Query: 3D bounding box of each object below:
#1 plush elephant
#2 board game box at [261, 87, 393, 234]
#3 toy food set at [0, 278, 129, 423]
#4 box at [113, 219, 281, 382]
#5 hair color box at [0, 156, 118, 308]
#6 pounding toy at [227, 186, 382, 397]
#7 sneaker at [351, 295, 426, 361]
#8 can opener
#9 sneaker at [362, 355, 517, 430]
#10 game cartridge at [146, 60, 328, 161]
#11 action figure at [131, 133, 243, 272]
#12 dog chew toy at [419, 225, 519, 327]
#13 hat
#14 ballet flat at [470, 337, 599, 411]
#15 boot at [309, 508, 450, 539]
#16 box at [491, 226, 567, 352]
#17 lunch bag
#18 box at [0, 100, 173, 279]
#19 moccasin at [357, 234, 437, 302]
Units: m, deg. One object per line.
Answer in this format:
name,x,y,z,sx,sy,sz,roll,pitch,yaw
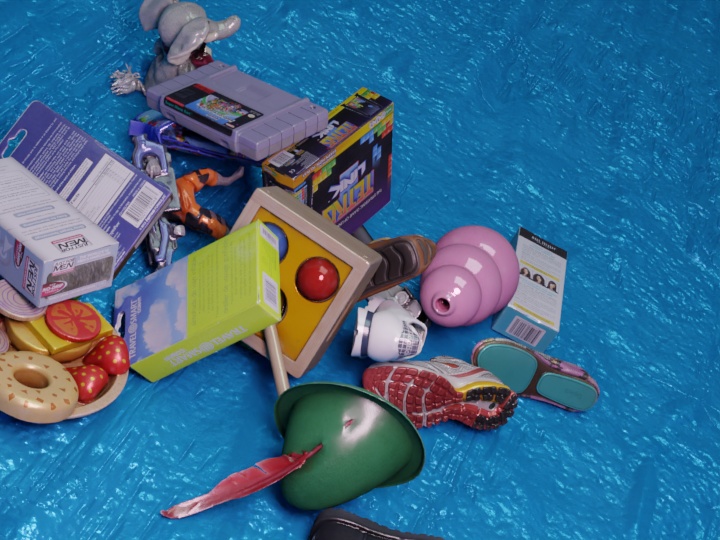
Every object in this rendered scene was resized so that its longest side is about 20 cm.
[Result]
plush elephant,-0.232,-0.303,1.943,0.199,0.155,0.165,0,45,-38
board game box,-0.039,-0.110,1.792,0.056,0.166,0.200,28,50,28
toy food set,-0.336,0.076,1.480,0.198,0.049,0.199,43,37,21
box,-0.179,0.038,1.549,0.048,0.199,0.123,44,30,-41
hair color box,-0.363,-0.045,1.536,0.200,0.061,0.099,35,35,31
pounding toy,-0.088,0.038,1.621,0.184,0.201,0.142,33,9,6
sneaker,0.040,0.076,1.698,0.080,0.077,0.200,6,8,7
can opener,0.019,0.005,1.858,0.200,0.053,0.066,55,6,28
sneaker,0.088,0.144,1.720,0.199,0.078,0.082,13,21,-28
game cartridge,-0.153,-0.200,1.743,0.199,0.039,0.129,28,37,33
action figure,-0.229,-0.054,1.725,0.192,0.105,0.202,4,70,-25
dog chew toy,0.133,0.016,1.838,0.124,0.125,0.200,35,25,6
hat,-0.052,0.231,1.459,0.166,0.199,0.177,58,41,-30
ballet flat,0.218,0.128,1.841,0.199,0.069,0.071,20,17,-23
boot,0.027,0.333,1.416,0.199,0.077,0.168,20,32,-4
box,0.238,0.025,1.987,0.082,0.049,0.200,27,35,-6
lunch bag,-0.200,-0.185,1.835,0.199,0.095,0.150,0,12,-22
box,-0.332,-0.096,1.655,0.199,0.121,0.032,35,-10,4
moccasin,-0.001,-0.002,1.729,0.078,0.200,0.074,-17,84,-62
